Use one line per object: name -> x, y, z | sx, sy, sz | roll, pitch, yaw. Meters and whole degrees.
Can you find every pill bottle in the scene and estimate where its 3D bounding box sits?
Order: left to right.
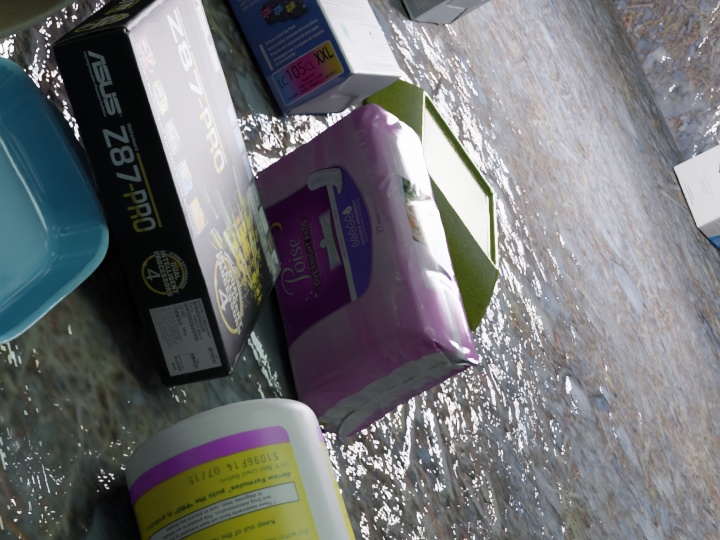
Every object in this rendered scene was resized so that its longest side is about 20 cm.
pill bottle -> -0.043, 0.173, 0.723 | 0.104, 0.104, 0.202 | 21, 46, -61

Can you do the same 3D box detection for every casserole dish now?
casserole dish -> -0.186, -0.032, 0.706 | 0.122, 0.039, 0.200 | 63, 20, -13

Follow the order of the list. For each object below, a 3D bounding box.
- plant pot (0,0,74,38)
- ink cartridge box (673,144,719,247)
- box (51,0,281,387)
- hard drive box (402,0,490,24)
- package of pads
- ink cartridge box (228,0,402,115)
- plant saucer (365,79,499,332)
plant pot -> -0.220, -0.246, 0.729 | 0.187, 0.187, 0.201 | 39, 18, -48
ink cartridge box -> 0.756, -0.168, 2.930 | 0.147, 0.199, 0.146 | 30, 38, -56
box -> -0.105, -0.057, 0.849 | 0.161, 0.049, 0.202 | -75, 151, -69
hard drive box -> 0.071, -0.395, 1.719 | 0.202, 0.076, 0.156 | 65, 20, 3
package of pads -> 0.000, 0.000, 1.011 | 0.075, 0.120, 0.202 | 28, 40, -48
ink cartridge box -> -0.055, -0.234, 1.223 | 0.202, 0.076, 0.136 | 66, 20, 3
plant saucer -> 0.075, -0.076, 1.388 | 0.200, 0.048, 0.201 | 53, 23, -27
